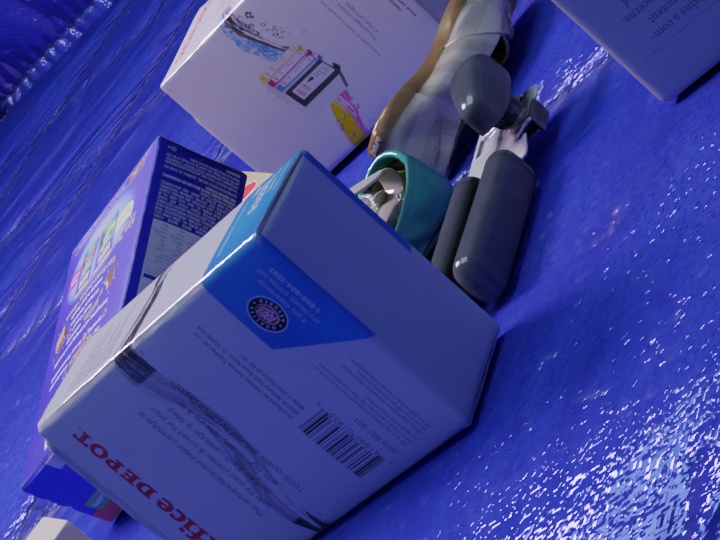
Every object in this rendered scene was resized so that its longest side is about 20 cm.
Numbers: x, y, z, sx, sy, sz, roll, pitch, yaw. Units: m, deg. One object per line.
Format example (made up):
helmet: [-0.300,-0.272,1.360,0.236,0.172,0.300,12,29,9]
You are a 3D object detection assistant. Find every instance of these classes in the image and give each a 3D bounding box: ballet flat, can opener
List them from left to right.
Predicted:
ballet flat: [0.000,0.000,1.286,0.067,0.070,0.201,-37,20,40]
can opener: [0.061,-0.052,1.239,0.053,0.067,0.201,-41,17,34]

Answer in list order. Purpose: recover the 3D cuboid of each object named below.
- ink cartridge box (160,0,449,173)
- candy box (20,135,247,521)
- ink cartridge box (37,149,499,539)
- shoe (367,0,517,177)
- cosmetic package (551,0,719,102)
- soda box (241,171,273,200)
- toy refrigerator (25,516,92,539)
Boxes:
ink cartridge box: [-0.026,-0.186,1.671,0.200,0.144,0.148,-41,16,30]
candy box: [-0.153,0.041,1.485,0.169,0.077,0.201,-46,28,51]
ink cartridge box: [-0.049,0.057,1.143,0.200,0.145,0.084,-39,17,36]
shoe: [0.068,-0.130,1.462,0.070,0.053,0.200,98,-161,-48]
cosmetic package: [0.157,-0.236,1.142,0.167,0.200,0.167,-38,19,37]
soda box: [-0.057,-0.023,1.526,0.068,0.064,0.200,-52,14,-7]
toy refrigerator: [-0.211,0.248,1.292,0.201,0.076,0.070,-55,16,-16]
